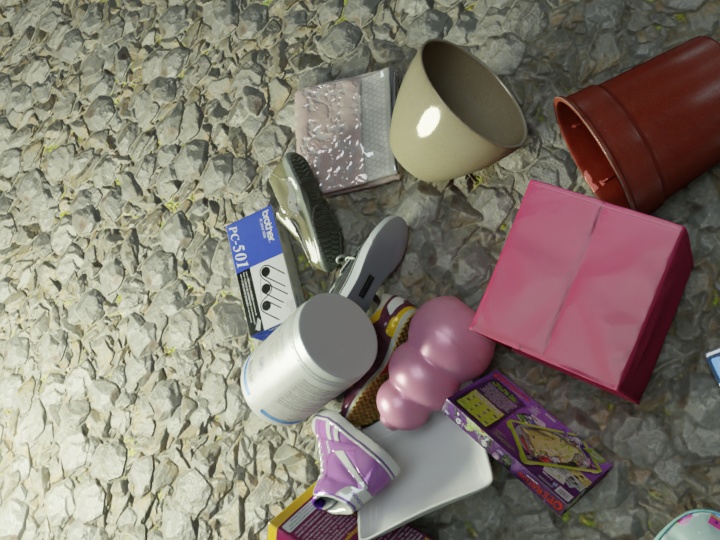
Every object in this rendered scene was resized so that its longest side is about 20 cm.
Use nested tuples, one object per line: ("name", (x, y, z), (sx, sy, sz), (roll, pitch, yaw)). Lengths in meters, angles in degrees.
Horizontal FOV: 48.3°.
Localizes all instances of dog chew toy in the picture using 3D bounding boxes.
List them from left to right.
("dog chew toy", (0.096, 0.135, 1.111), (0.124, 0.124, 0.201), (39, 94, 29))

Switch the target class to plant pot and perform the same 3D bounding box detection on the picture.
("plant pot", (0.384, -0.185, 1.031), (0.194, 0.201, 0.202), (-30, 65, 7))

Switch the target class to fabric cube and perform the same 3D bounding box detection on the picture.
("fabric cube", (0.283, 0.031, 1.010), (0.199, 0.196, 0.201), (22, 88, 28))

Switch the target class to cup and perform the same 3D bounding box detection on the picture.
("cup", (0.122, -0.214, 1.173), (0.143, 0.199, 0.202), (-43, 60, 38))

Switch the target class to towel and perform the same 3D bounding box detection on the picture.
("towel", (-0.024, -0.225, 1.321), (0.189, 0.032, 0.202), (-10, 72, 24))

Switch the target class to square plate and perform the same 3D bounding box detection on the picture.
("square plate", (0.083, 0.258, 1.093), (0.199, 0.029, 0.199), (-29, 29, 16))

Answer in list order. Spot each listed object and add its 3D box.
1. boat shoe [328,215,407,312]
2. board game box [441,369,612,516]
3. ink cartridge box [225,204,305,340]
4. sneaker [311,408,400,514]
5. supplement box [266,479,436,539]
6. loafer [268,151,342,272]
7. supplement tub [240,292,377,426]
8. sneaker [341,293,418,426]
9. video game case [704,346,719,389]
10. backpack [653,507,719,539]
("boat shoe", (0.002, 0.001, 1.227), (0.068, 0.073, 0.201), (19, 81, 48))
("board game box", (0.215, 0.217, 1.041), (0.200, 0.119, 0.033), (40, 132, 29))
("ink cartridge box", (-0.154, 0.003, 1.315), (0.093, 0.044, 0.202), (-23, 67, 17))
("sneaker", (-0.042, 0.267, 1.114), (0.114, 0.073, 0.200), (-44, 25, -15))
("supplement box", (-0.013, 0.388, 1.081), (0.199, 0.131, 0.104), (24, 122, 30))
("loafer", (-0.090, -0.087, 1.287), (0.069, 0.075, 0.202), (-26, 79, 33))
("supplement tub", (-0.078, 0.132, 1.152), (0.200, 0.131, 0.133), (-41, 58, 46))
("sneaker", (0.021, 0.132, 1.189), (0.090, 0.075, 0.201), (33, 92, 46))
("video game case", (0.544, 0.143, 0.951), (0.199, 0.022, 0.184), (-27, 66, 18))
("backpack", (0.409, 0.365, 0.889), (0.200, 0.153, 0.177), (37, 99, 35))
